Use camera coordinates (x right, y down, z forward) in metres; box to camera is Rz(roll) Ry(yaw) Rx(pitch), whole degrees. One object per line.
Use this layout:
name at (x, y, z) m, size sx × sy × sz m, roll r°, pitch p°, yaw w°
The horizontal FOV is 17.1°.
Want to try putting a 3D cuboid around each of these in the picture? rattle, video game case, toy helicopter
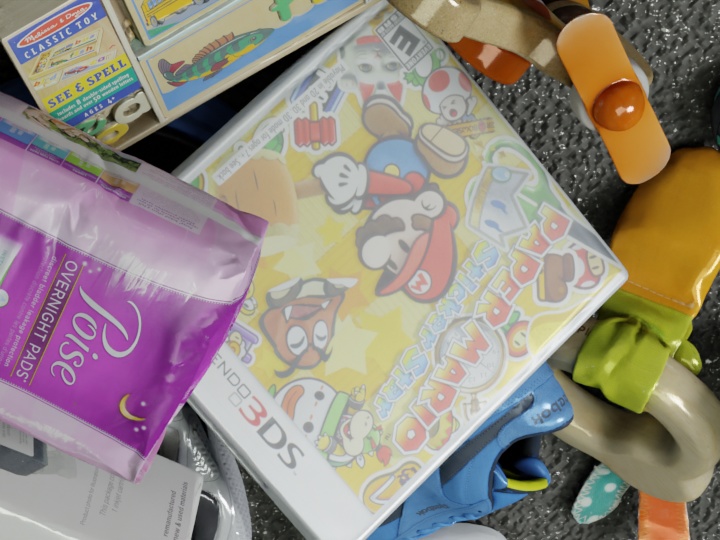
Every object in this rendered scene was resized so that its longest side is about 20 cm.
rattle at (0.154, 0.049, 1.254) m, size 0.130 × 0.143 × 0.200 m, roll -3°, pitch 147°, yaw 28°
video game case at (0.000, 0.000, 1.098) m, size 0.200 × 0.023 × 0.182 m, roll -43°, pitch 102°, yaw -17°
toy helicopter at (0.070, -0.102, 1.037) m, size 0.079 × 0.132 × 0.200 m, roll -49°, pitch 156°, yaw 19°

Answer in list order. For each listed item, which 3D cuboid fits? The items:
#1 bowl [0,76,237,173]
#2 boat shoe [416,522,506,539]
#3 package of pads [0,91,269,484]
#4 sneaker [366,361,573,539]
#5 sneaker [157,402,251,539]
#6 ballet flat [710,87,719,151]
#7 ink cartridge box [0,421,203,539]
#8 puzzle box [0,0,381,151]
bowl at (-0.128, -0.002, 1.154) m, size 0.200 × 0.039 × 0.201 m, roll -5°, pitch 123°, yaw -8°
boat shoe at (-0.009, 0.196, 1.290) m, size 0.200 × 0.066 × 0.070 m, roll -14°, pitch 124°, yaw -2°
package of pads at (-0.151, -0.005, 1.007) m, size 0.200 × 0.076 × 0.121 m, roll 26°, pitch 112°, yaw -4°
sneaker at (0.042, 0.107, 1.206) m, size 0.078 × 0.066 × 0.200 m, roll 44°, pitch 136°, yaw 11°
sneaker at (-0.134, 0.075, 1.134) m, size 0.114 × 0.076 × 0.200 m, roll -22°, pitch 122°, yaw 6°
ballet flat at (0.270, -0.089, 1.165) m, size 0.200 × 0.073 × 0.073 m, roll -20°, pitch 124°, yaw 1°
ink cartridge box at (-0.193, 0.125, 1.081) m, size 0.200 × 0.085 × 0.146 m, roll 25°, pitch 120°, yaw -11°
puzzle box at (-0.057, -0.126, 1.032) m, size 0.200 × 0.025 × 0.133 m, roll -31°, pitch 156°, yaw -5°
